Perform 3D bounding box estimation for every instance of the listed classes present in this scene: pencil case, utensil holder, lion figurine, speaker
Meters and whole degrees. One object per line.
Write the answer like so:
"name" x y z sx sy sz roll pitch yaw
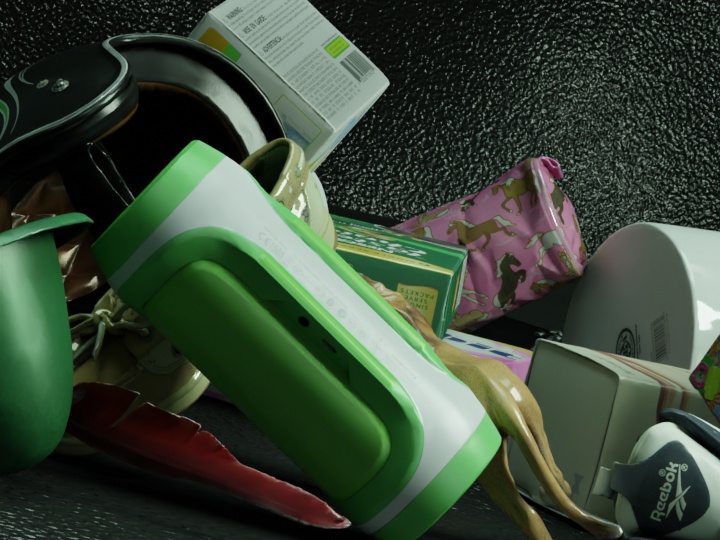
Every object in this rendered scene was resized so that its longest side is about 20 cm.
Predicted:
"pencil case" 0.048 0.001 1.893 0.199 0.087 0.083 -23 15 13
"utensil holder" 0.248 0.061 1.880 0.199 0.171 0.170 9 7 -26
"lion figurine" 0.044 0.065 1.465 0.072 0.123 0.199 -37 31 -31
"speaker" -0.030 0.034 1.378 0.200 0.088 0.088 44 4 -3

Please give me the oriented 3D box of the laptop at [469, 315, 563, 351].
"laptop" 0.059 0.075 2.086 0.176 0.104 0.200 17 31 35

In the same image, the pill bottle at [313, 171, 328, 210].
"pill bottle" -0.129 -0.025 2.020 0.199 0.113 0.112 3 9 -24

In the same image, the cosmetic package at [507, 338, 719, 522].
"cosmetic package" 0.193 0.104 1.672 0.199 0.088 0.103 11 7 -28

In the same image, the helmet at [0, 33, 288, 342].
"helmet" -0.135 -0.029 1.597 0.199 0.201 0.191 14 17 1

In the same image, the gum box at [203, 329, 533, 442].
"gum box" 0.009 0.060 1.756 0.199 0.067 0.113 15 6 16

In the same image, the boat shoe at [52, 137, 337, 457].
"boat shoe" -0.092 0.012 1.453 0.073 0.063 0.200 17 48 36

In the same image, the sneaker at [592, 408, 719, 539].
"sneaker" 0.185 0.121 1.419 0.129 0.080 0.199 20 1 -28

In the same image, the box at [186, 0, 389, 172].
"box" -0.093 -0.064 1.771 0.101 0.200 0.113 43 27 1

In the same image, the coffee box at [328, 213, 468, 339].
"coffee box" 0.000 0.000 1.754 0.122 0.044 0.200 13 6 5

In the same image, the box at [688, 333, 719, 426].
"box" 0.313 0.090 1.548 0.192 0.122 0.200 11 34 -38

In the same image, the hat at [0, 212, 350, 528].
"hat" -0.156 0.084 1.310 0.199 0.177 0.165 -25 -1 41
